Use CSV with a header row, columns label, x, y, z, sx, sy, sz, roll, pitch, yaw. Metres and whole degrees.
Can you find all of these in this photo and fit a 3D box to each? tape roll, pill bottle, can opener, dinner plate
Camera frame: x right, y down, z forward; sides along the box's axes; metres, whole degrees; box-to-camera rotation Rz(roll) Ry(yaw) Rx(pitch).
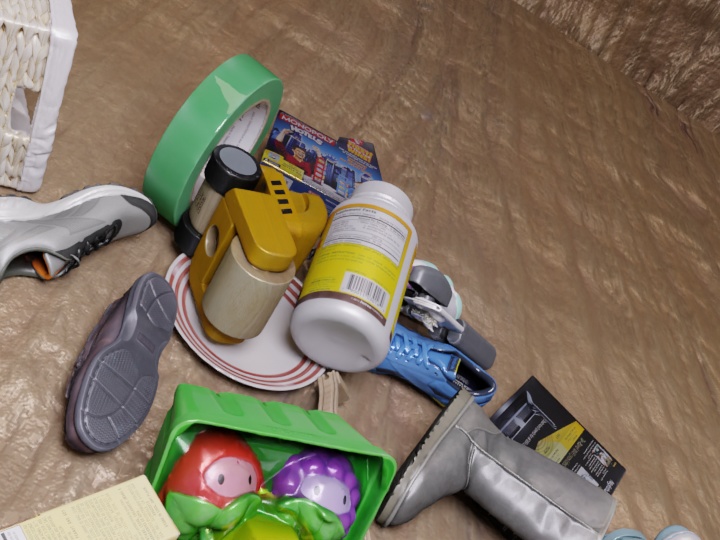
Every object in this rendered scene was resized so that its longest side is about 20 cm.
label,x,y,z,sx,sy,sz,roll,pitch,yaw
tape roll,-0.162,-0.143,0.955,0.048,0.202,0.201,35,32,3
pill bottle,0.000,0.000,0.924,0.108,0.109,0.203,28,51,-11
can opener,0.111,0.062,1.005,0.052,0.068,0.200,16,-18,36
dinner plate,-0.120,0.051,0.915,0.197,0.024,0.202,24,34,-17

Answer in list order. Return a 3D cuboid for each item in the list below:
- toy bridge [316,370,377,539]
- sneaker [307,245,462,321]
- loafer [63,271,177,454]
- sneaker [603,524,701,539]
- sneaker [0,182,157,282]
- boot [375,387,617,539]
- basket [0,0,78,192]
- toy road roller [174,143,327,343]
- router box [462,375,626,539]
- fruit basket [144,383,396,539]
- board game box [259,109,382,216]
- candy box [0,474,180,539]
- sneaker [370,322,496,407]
label,x,y,z,sx,sy,sz,roll,pitch,yaw
toy bridge,-0.018,0.176,0.814,0.202,0.027,0.068,-104,171,-46
sneaker,0.021,0.026,1.038,0.197,0.079,0.140,31,33,10
loafer,-0.219,0.085,0.762,0.072,0.062,0.202,54,28,-29
sneaker,0.280,0.293,0.852,0.078,0.204,0.132,-10,37,-9
sneaker,-0.285,-0.031,0.832,0.198,0.074,0.080,-16,67,-44
boot,0.135,0.233,0.835,0.199,0.073,0.182,41,63,5
basket,-0.388,-0.220,0.853,0.158,0.200,0.202,4,44,-33
toy road roller,-0.099,-0.026,0.895,0.143,0.124,0.202,10,40,-34
router box,0.201,0.225,0.964,0.157,0.053,0.199,46,34,14
fruit basket,-0.074,0.203,0.669,0.212,0.158,0.216,23,17,-7
board game box,-0.045,-0.131,1.179,0.197,0.062,0.202,28,32,-13
candy box,-0.222,0.211,0.532,0.198,0.116,0.055,-13,54,-50
sneaker,0.066,0.096,0.966,0.197,0.078,0.067,29,63,-10
